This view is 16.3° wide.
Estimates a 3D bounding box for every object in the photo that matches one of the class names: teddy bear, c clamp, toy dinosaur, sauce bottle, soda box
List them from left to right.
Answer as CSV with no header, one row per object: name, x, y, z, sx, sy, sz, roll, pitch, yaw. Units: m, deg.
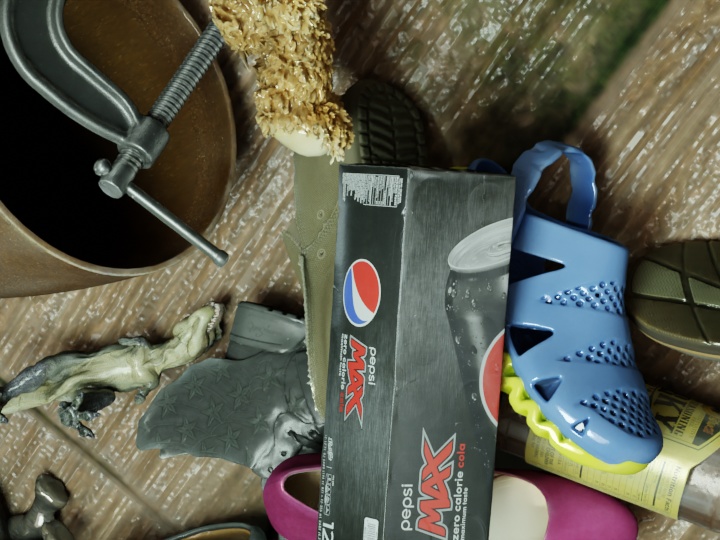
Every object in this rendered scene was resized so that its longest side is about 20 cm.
toy dinosaur,-0.169,0.066,1.437,0.200,0.088,0.048,-13,101,24
c clamp,-0.103,-0.127,1.322,0.171,0.200,0.027,34,154,-17
teddy bear,-0.044,-0.149,1.265,0.067,0.145,0.201,-20,88,6
soda box,0.027,0.048,1.253,0.063,0.071,0.201,8,94,57
sauce bottle,0.172,0.100,1.327,0.200,0.065,0.065,20,112,13

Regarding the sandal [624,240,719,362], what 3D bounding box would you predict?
sandal,0.230,0.037,1.289,0.199,0.082,0.055,10,131,12

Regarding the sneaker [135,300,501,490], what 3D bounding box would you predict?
sneaker,-0.024,0.083,1.386,0.199,0.060,0.105,18,90,25

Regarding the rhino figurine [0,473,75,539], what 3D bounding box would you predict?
rhino figurine,-0.263,0.121,1.505,0.200,0.060,0.087,41,116,2

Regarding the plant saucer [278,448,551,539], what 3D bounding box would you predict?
plant saucer,0.039,0.173,1.409,0.200,0.050,0.201,7,108,20

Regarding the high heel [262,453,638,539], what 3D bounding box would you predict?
high heel,0.049,0.126,1.319,0.199,0.096,0.068,9,76,3

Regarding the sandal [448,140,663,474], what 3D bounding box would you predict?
sandal,0.104,0.011,1.284,0.087,0.079,0.200,-39,64,28

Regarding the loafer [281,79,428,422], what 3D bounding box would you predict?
loafer,0.000,0.000,1.334,0.067,0.076,0.201,-23,57,48

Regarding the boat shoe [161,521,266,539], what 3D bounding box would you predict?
boat shoe,-0.146,0.184,1.449,0.199,0.072,0.068,-8,131,5

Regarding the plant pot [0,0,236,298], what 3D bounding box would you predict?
plant pot,-0.202,-0.060,1.375,0.200,0.187,0.187,-23,97,45
